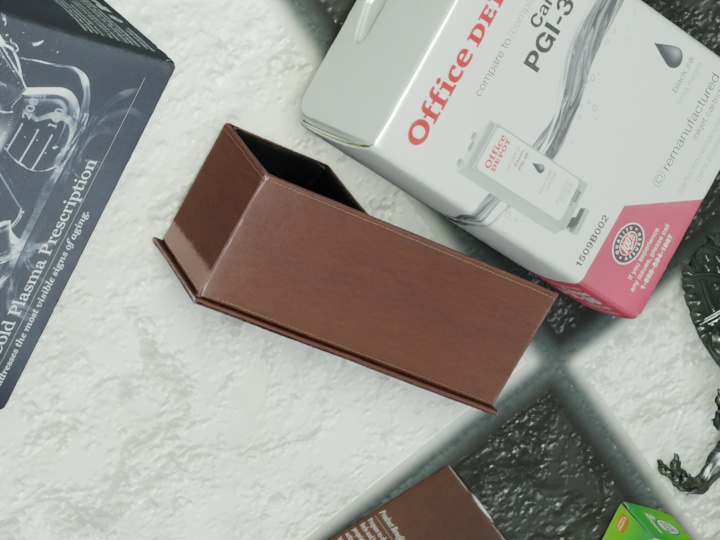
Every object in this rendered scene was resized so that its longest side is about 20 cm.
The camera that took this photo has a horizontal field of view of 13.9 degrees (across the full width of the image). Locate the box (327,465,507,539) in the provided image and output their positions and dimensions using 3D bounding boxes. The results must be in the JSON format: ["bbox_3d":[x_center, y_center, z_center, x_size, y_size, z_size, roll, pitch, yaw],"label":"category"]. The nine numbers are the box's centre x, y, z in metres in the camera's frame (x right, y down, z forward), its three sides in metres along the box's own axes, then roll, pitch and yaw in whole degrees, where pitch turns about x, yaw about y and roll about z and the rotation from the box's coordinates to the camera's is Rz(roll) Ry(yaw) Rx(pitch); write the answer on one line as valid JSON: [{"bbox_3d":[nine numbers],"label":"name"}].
[{"bbox_3d":[-0.003,0.206,1.653,0.199,0.100,0.075,-32,124,-4],"label":"box"}]

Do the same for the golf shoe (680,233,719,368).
[{"bbox_3d":[0.257,0.065,1.669,0.078,0.200,0.095,-42,163,-4],"label":"golf shoe"}]

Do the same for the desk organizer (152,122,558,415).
[{"bbox_3d":[0.000,0.000,1.562,0.199,0.072,0.077,22,107,-31],"label":"desk organizer"}]

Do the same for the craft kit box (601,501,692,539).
[{"bbox_3d":[0.163,0.269,1.698,0.048,0.198,0.201,15,109,-32],"label":"craft kit box"}]

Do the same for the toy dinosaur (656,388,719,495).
[{"bbox_3d":[0.230,0.105,1.734,0.088,0.047,0.201,8,116,-34],"label":"toy dinosaur"}]

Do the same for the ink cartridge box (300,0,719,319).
[{"bbox_3d":[0.089,-0.086,1.534,0.200,0.083,0.147,31,87,-32],"label":"ink cartridge box"}]

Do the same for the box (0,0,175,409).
[{"bbox_3d":[-0.220,-0.053,1.397,0.182,0.104,0.201,13,110,-43],"label":"box"}]
